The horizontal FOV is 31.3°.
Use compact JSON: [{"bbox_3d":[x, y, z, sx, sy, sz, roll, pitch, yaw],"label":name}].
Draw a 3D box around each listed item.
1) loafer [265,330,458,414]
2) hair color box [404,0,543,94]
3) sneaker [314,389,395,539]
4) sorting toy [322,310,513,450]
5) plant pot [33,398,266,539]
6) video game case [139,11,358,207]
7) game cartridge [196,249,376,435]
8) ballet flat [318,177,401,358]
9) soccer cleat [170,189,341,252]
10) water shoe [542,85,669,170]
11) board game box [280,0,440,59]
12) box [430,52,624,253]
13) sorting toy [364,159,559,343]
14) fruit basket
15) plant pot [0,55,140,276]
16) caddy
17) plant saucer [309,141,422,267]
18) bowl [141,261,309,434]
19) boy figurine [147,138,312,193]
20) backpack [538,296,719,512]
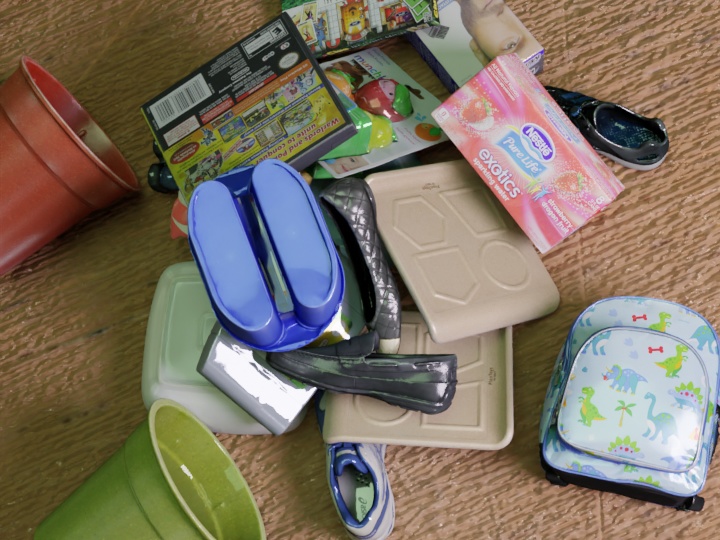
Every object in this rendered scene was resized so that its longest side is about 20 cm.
[{"bbox_3d":[0.002,0.095,1.331,0.200,0.068,0.070,12,95,6],"label":"loafer"},{"bbox_3d":[0.117,-0.293,1.536,0.109,0.065,0.200,-35,73,-5],"label":"hair color box"},{"bbox_3d":[-0.006,0.193,1.384,0.075,0.088,0.200,-18,70,4],"label":"sneaker"},{"bbox_3d":[0.065,0.119,1.395,0.200,0.037,0.185,0,45,6],"label":"sorting toy"},{"bbox_3d":[-0.234,0.268,1.353,0.190,0.200,0.200,-33,71,9],"label":"plant pot"},{"bbox_3d":[-0.125,-0.164,1.404,0.200,0.026,0.181,-32,60,5],"label":"video game case"},{"bbox_3d":[-0.078,0.060,1.382,0.133,0.040,0.200,40,75,-11],"label":"game cartridge"},{"bbox_3d":[0.000,0.000,1.355,0.057,0.066,0.200,-19,101,-24],"label":"ballet flat"},{"bbox_3d":[-0.118,-0.035,1.449,0.200,0.068,0.073,23,120,-5],"label":"soccer cleat"},{"bbox_3d":[0.258,-0.177,1.471,0.200,0.079,0.072,18,75,13],"label":"water shoe"},{"bbox_3d":[-0.004,-0.319,1.534,0.200,0.023,0.105,-12,80,28],"label":"board game box"},{"bbox_3d":[0.186,-0.132,1.416,0.103,0.095,0.200,-39,87,22],"label":"box"},{"bbox_3d":[0.108,-0.024,1.419,0.185,0.036,0.200,-12,69,-34],"label":"sorting toy"},{"bbox_3d":[-0.003,-0.190,1.473,0.200,0.094,0.185,-26,55,-27],"label":"fruit basket"},{"bbox_3d":[-0.395,-0.109,1.489,0.195,0.201,0.201,-39,71,3],"label":"plant pot"},{"bbox_3d":[-0.097,-0.017,1.307,0.141,0.105,0.200,-20,81,-6],"label":"caddy"},{"bbox_3d":[-0.019,-0.088,1.503,0.200,0.036,0.200,-2,73,7],"label":"plant saucer"},{"bbox_3d":[-0.151,0.079,1.448,0.199,0.075,0.200,3,74,9],"label":"bowl"},{"bbox_3d":[-0.147,-0.127,1.493,0.200,0.064,0.125,3,80,21],"label":"boy figurine"},{"bbox_3d":[0.286,0.128,1.335,0.183,0.147,0.200,11,71,9],"label":"backpack"}]
